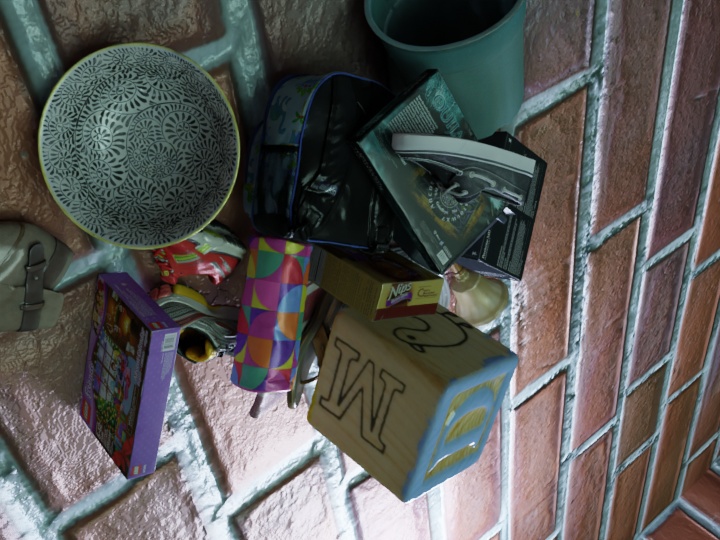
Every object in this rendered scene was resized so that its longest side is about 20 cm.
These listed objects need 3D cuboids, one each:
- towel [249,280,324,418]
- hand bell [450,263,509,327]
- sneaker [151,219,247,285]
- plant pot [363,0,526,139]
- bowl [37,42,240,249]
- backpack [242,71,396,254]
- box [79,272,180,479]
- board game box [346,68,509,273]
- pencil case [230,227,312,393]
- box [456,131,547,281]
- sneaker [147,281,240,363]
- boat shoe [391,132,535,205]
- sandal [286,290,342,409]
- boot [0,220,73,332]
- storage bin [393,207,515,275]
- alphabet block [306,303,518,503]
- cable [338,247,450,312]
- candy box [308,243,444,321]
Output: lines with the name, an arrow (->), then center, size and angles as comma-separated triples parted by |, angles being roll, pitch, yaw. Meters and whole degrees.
towel -> -0.098, 0.097, 1.129 | 0.144, 0.023, 0.201 | -37, 147, -68
hand bell -> 0.159, -0.005, 1.326 | 0.104, 0.104, 0.200 | -47, 128, -9
sneaker -> -0.219, -0.026, 0.942 | 0.199, 0.077, 0.085 | 23, 105, -49
plant pot -> 0.126, -0.283, 1.020 | 0.200, 0.200, 0.196 | -45, 147, -11
bowl -> -0.217, -0.127, 0.831 | 0.202, 0.200, 0.094 | -61, -176, 7
backpack -> -0.047, -0.133, 0.964 | 0.182, 0.146, 0.202 | 7, 93, -47
box -> -0.274, 0.121, 0.938 | 0.039, 0.137, 0.201 | -6, 120, -42
board game box -> 0.087, -0.115, 0.945 | 0.135, 0.028, 0.200 | -43, 118, -15
pencil case -> -0.111, 0.050, 0.994 | 0.088, 0.088, 0.202 | 8, 90, -46
box -> 0.211, -0.099, 1.256 | 0.141, 0.078, 0.202 | 22, 80, -51
sneaker -> -0.194, 0.088, 1.021 | 0.078, 0.083, 0.199 | -34, 143, 26
boat shoe -> 0.117, -0.111, 0.909 | 0.199, 0.072, 0.068 | 7, 96, -38
sandal -> -0.055, 0.108, 1.155 | 0.080, 0.054, 0.201 | 69, 45, -72
boot -> -0.387, 0.041, 0.828 | 0.146, 0.070, 0.201 | 19, 103, -51
storage bin -> 0.096, -0.094, 1.118 | 0.135, 0.200, 0.145 | -49, 141, 12
alphabet block -> 0.071, 0.169, 1.133 | 0.195, 0.199, 0.198 | -11, 125, -50
cable -> 0.051, 0.062, 1.262 | 0.200, 0.069, 0.200 | -48, 139, -8
candy box -> 0.000, 0.000, 1.070 | 0.116, 0.200, 0.057 | -3, 115, -42
